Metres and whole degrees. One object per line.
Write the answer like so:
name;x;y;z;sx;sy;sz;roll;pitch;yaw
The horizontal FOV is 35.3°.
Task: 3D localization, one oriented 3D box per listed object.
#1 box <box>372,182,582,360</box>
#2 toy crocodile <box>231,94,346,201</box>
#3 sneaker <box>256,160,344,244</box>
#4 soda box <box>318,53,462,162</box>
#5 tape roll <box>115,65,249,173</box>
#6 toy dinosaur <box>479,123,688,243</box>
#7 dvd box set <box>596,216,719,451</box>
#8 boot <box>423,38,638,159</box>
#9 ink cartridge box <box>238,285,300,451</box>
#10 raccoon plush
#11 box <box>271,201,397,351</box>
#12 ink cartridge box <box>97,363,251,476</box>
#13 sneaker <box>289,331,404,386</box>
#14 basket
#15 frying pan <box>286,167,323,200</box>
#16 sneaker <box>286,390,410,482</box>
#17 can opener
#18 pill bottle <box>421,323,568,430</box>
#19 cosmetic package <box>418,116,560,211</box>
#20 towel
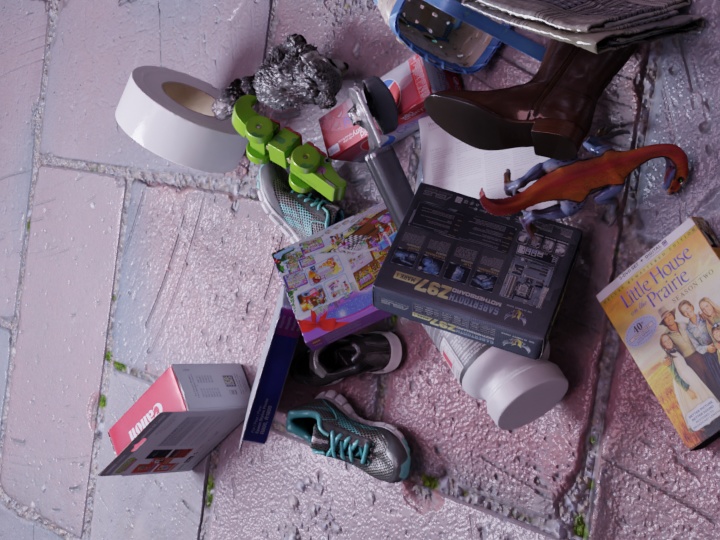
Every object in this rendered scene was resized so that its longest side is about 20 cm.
box;0.132;-0.002;1.273;0.200;0.051;0.158;17;57;14
toy crocodile;-0.097;-0.163;1.526;0.200;0.062;0.068;35;156;15
sneaker;-0.065;-0.074;1.559;0.091;0.078;0.200;-34;86;30
soda box;0.039;-0.210;1.482;0.200;0.070;0.063;-27;71;41
tape roll;-0.260;-0.227;1.693;0.202;0.202;0.071;46;119;37
toy dinosaur;0.251;-0.088;1.204;0.181;0.200;0.105;-18;98;30
dvd box set;0.350;0.065;1.180;0.146;0.029;0.200;-44;58;34
boot;0.191;-0.218;1.248;0.186;0.064;0.200;19;59;18
ink cartridge box;-0.117;0.130;1.555;0.200;0.043;0.196;-100;27;-76
raccoon plush;-0.107;-0.238;1.565;0.200;0.097;0.134;-39;27;12
box;0.000;0.000;1.456;0.200;0.039;0.137;-24;65;4
ink cartridge box;-0.287;0.225;1.702;0.200;0.176;0.084;-44;58;33
sneaker;-0.041;0.117;1.524;0.200;0.090;0.067;-15;76;43
basket;0.121;-0.306;1.342;0.139;0.176;0.200;-63;34;10
frying pan;-0.080;-0.091;1.626;0.115;0.031;0.190;-46;55;36
sneaker;-0.021;0.226;1.483;0.200;0.091;0.078;23;111;43
can opener;0.042;-0.143;1.408;0.200;0.067;0.053;65;169;-6
pill bottle;0.149;0.078;1.319;0.116;0.116;0.200;-51;54;30
cosmetic package;0.163;-0.131;1.367;0.200;0.052;0.151;-11;81;44
towel;0.240;-0.283;1.209;0.200;0.192;0.035;32;128;40
